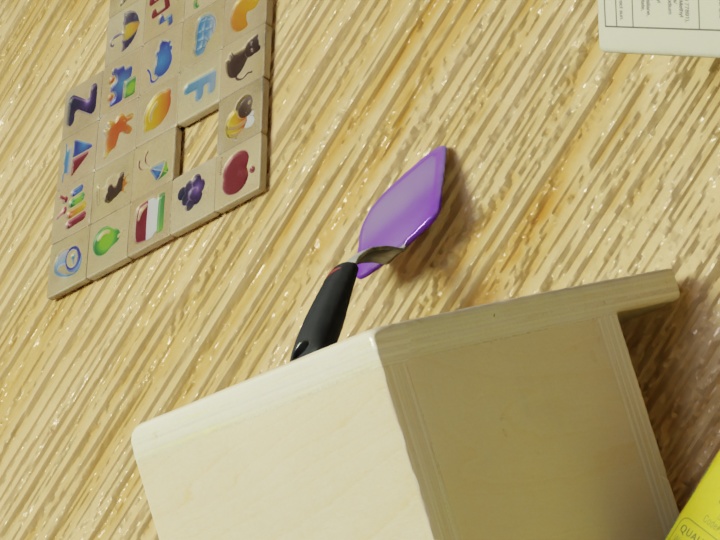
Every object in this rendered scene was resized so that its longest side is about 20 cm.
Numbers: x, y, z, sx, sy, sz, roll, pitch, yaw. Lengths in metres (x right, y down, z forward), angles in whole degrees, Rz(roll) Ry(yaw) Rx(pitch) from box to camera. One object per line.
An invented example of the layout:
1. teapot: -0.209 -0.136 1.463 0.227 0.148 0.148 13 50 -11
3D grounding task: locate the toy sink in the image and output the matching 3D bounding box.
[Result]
1. toy sink: 0.037 0.081 0.896 0.130 0.199 0.113 -23 82 39

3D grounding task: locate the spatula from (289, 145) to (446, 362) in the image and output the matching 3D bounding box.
1. spatula: 0.000 0.000 1.006 0.056 0.021 0.200 -39 7 27

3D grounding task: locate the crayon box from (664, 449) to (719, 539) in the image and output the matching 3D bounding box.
1. crayon box: 0.176 0.092 0.799 0.201 0.051 0.127 -59 39 5

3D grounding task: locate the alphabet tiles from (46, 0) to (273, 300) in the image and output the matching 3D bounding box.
1. alphabet tiles: -0.106 -0.099 1.266 0.167 0.008 0.201 -25 51 38

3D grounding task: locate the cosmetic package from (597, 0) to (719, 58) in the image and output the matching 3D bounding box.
1. cosmetic package: 0.181 -0.130 0.880 0.199 0.071 0.106 12 106 50
